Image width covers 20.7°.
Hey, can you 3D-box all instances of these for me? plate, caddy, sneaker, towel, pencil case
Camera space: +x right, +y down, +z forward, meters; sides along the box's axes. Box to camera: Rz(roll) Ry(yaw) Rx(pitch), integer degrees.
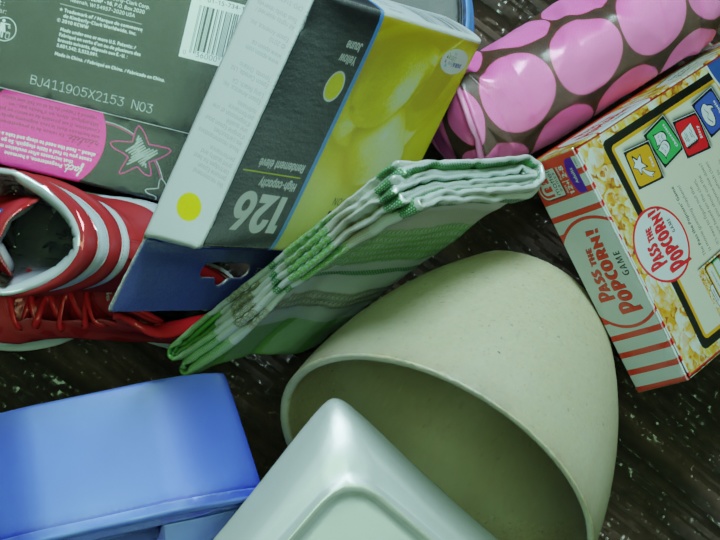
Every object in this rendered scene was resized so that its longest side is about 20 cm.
[{"bbox_3d":[-0.003,0.209,1.094,0.199,0.032,0.200,42,84,-12],"label":"plate"},{"bbox_3d":[-0.145,0.131,1.139,0.198,0.141,0.106,-11,78,-7],"label":"caddy"},{"bbox_3d":[-0.205,-0.022,1.090,0.199,0.112,0.072,4,89,29],"label":"sneaker"},{"bbox_3d":[0.000,0.000,1.122,0.200,0.149,0.031,-38,72,33],"label":"towel"},{"bbox_3d":[-0.166,0.007,1.165,0.198,0.116,0.079,-1,82,-6],"label":"sneaker"},{"bbox_3d":[0.124,-0.135,1.213,0.199,0.091,0.094,-30,54,-20],"label":"pencil case"}]

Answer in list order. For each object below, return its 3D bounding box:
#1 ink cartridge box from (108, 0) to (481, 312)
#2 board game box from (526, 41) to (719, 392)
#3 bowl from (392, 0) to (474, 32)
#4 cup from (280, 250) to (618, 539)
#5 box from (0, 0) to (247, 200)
[{"bbox_3d":[-0.031,-0.057,1.080,0.047,0.197,0.201,29,103,24],"label":"ink cartridge box"},{"bbox_3d":[0.207,-0.041,1.190,0.200,0.046,0.152,-32,97,-38],"label":"board game box"},{"bbox_3d":[-0.025,-0.161,1.244,0.199,0.039,0.202,1,81,-6],"label":"bowl"},{"bbox_3d":[0.073,0.073,1.161,0.200,0.200,0.144,35,54,0],"label":"cup"},{"bbox_3d":[-0.147,-0.117,1.145,0.199,0.115,0.133,13,94,-8],"label":"box"}]
